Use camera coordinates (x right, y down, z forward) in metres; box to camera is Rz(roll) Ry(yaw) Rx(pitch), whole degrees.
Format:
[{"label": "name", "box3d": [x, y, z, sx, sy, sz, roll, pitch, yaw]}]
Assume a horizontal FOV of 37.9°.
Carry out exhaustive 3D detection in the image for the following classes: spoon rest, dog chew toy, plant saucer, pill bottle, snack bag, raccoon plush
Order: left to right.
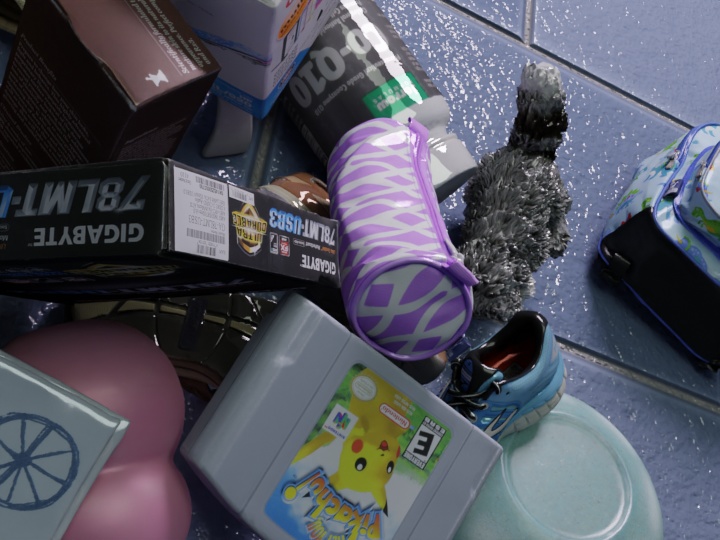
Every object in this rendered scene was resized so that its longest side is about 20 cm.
[{"label": "snack bag", "box3d": [-0.247, 0.121, 0.534, 0.188, 0.021, 0.201, 29, 82, -8]}, {"label": "dog chew toy", "box3d": [-0.156, 0.134, 0.615, 0.124, 0.124, 0.201, -6, 76, -33]}, {"label": "spoon rest", "box3d": [-0.131, -0.192, 0.841, 0.099, 0.061, 0.201, -13, 73, -33]}, {"label": "pill bottle", "box3d": [0.002, -0.138, 0.856, 0.113, 0.113, 0.200, -30, 82, -38]}, {"label": "raccoon plush", "box3d": [0.109, -0.054, 0.846, 0.134, 0.096, 0.201, -53, 140, -51]}, {"label": "plant saucer", "box3d": [0.151, 0.165, 0.802, 0.200, 0.039, 0.202, 10, 52, -13]}]

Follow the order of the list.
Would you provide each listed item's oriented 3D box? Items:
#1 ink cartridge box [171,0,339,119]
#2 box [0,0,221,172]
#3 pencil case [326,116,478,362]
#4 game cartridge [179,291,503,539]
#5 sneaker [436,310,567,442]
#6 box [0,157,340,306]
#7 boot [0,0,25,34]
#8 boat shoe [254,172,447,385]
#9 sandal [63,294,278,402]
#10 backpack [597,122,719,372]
[{"label": "ink cartridge box", "box3d": [-0.085, -0.225, 0.703, 0.144, 0.200, 0.148, 32, 77, -1]}, {"label": "box", "box3d": [-0.174, -0.100, 0.674, 0.075, 0.200, 0.100, -34, 84, -36]}, {"label": "pencil case", "box3d": [0.023, -0.028, 0.707, 0.084, 0.086, 0.200, 31, 25, -27]}, {"label": "game cartridge", "box3d": [-0.007, 0.120, 0.650, 0.200, 0.040, 0.134, 38, 82, -30]}, {"label": "sneaker", "box3d": [0.072, 0.099, 0.759, 0.078, 0.090, 0.200, 28, 58, 32]}, {"label": "box", "box3d": [-0.138, -0.014, 0.577, 0.198, 0.199, 0.050, 20, 69, -68]}, {"label": "boot", "box3d": [-0.266, -0.272, 0.797, 0.200, 0.072, 0.155, 39, 61, 9]}, {"label": "boat shoe", "box3d": [0.000, 0.000, 0.808, 0.200, 0.076, 0.072, 48, 49, -1]}, {"label": "sandal", "box3d": [-0.106, 0.054, 0.730, 0.200, 0.057, 0.080, 21, 58, -2]}, {"label": "backpack", "box3d": [0.345, -0.043, 0.990, 0.183, 0.147, 0.200, 41, 48, -8]}]
